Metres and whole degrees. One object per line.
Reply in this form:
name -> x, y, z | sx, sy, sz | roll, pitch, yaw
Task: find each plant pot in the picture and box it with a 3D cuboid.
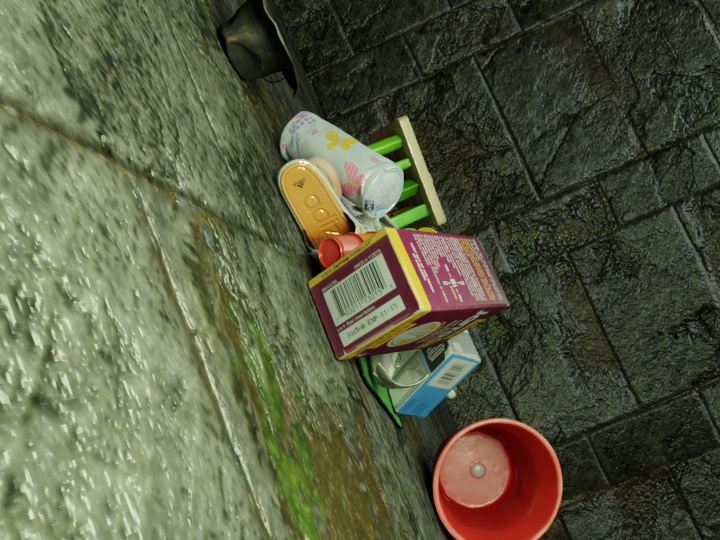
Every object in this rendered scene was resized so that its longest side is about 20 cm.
plant pot -> 0.201, 0.332, 1.096 | 0.177, 0.200, 0.201 | 108, -41, -81

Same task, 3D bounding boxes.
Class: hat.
hat -> -0.150, -0.319, 0.938 | 0.201, 0.081, 0.201 | 161, -90, -87

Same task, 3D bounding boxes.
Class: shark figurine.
shark figurine -> 0.026, 0.103, 0.932 | 0.089, 0.128, 0.215 | 40, 30, -12

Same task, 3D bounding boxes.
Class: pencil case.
pencil case -> -0.029, -0.155, 0.995 | 0.200, 0.083, 0.091 | 38, -33, 27

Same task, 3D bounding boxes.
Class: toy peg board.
toy peg board -> 0.049, -0.161, 1.267 | 0.199, 0.098, 0.200 | -172, -120, -76

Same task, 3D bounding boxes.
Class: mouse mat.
mouse mat -> 0.013, 0.130, 0.988 | 0.200, 0.008, 0.161 | 62, 6, -53

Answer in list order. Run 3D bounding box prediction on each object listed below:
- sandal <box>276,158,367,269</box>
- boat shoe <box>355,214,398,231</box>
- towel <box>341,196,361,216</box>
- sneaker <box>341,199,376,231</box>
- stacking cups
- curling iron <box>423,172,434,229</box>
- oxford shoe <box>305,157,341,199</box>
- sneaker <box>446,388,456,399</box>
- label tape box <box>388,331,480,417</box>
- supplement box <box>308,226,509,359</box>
sandal -> -0.042, -0.047, 0.875 | 0.207, 0.079, 0.059 | 53, 12, -33
boat shoe -> 0.067, -0.025, 1.121 | 0.200, 0.066, 0.072 | 48, 40, -23
towel -> -0.015, -0.079, 1.133 | 0.132, 0.034, 0.200 | -7, 77, -53
sneaker -> -0.002, -0.043, 1.034 | 0.200, 0.081, 0.077 | 57, 41, -8
stacking cups -> 0.024, -0.025, 0.866 | 0.200, 0.060, 0.061 | -4, 66, -47
curling iron -> 0.129, -0.110, 1.313 | 0.050, 0.026, 0.200 | -122, -165, -46
oxford shoe -> -0.050, -0.054, 0.954 | 0.200, 0.071, 0.074 | 67, 32, -27
sneaker -> 0.156, 0.149, 1.311 | 0.077, 0.082, 0.200 | 62, 7, -52
label tape box -> 0.088, 0.101, 1.048 | 0.063, 0.144, 0.200 | 17, 36, -32
supplement box -> 0.060, 0.028, 0.799 | 0.200, 0.131, 0.103 | 0, 61, -51
